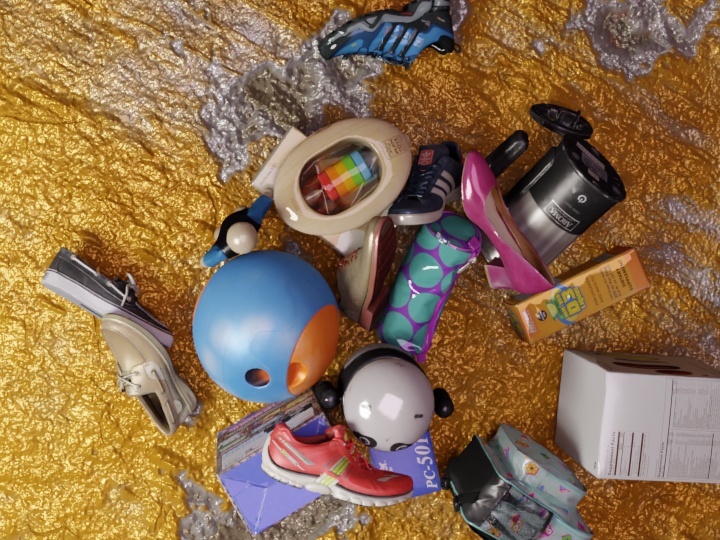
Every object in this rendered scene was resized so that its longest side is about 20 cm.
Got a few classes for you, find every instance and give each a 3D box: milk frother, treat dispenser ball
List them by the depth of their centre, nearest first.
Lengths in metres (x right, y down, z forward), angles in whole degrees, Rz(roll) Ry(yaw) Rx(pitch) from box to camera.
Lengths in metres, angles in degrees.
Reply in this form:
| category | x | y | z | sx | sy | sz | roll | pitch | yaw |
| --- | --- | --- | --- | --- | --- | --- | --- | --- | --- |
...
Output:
| category | x | y | z | sx | sy | sz | roll | pitch | yaw |
| --- | --- | --- | --- | --- | --- | --- | --- | --- | --- |
| treat dispenser ball | -0.126 | 0.074 | 1.415 | 0.197 | 0.201 | 0.204 | -1 | 96 | -7 |
| milk frother | 0.254 | -0.118 | 1.488 | 0.181 | 0.200 | 0.188 | 46 | 121 | 2 |

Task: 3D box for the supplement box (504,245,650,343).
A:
| category | x | y | z | sx | sy | sz | roll | pitch | yaw |
| --- | --- | --- | --- | --- | --- | --- | --- | --- | --- |
| supplement box | 0.313 | 0.035 | 1.536 | 0.198 | 0.069 | 0.067 | -26 | 96 | -2 |

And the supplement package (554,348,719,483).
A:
| category | x | y | z | sx | sy | sz | roll | pitch | yaw |
| --- | --- | --- | --- | --- | --- | --- | --- | --- | --- |
| supplement package | 0.403 | 0.202 | 1.501 | 0.197 | 0.191 | 0.150 | 4 | 95 | -8 |

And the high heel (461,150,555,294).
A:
| category | x | y | z | sx | sy | sz | roll | pitch | yaw |
| --- | --- | --- | --- | --- | --- | --- | --- | --- | --- |
| high heel | 0.193 | -0.062 | 1.377 | 0.067 | 0.095 | 0.203 | -31 | 114 | -46 |

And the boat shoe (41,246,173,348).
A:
| category | x | y | z | sx | sy | sz | roll | pitch | yaw |
| --- | --- | --- | --- | --- | --- | --- | --- | --- | --- |
| boat shoe | -0.335 | 0.037 | 1.452 | 0.198 | 0.073 | 0.069 | 31 | 72 | -15 |

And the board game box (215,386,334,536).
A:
| category | x | y | z | sx | sy | sz | roll | pitch | yaw |
| --- | --- | --- | --- | --- | --- | --- | --- | --- | --- |
| board game box | -0.105 | 0.248 | 1.435 | 0.158 | 0.200 | 0.098 | -30 | 99 | -3 |

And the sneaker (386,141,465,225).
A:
| category | x | y | z | sx | sy | sz | roll | pitch | yaw |
| --- | --- | --- | --- | --- | --- | --- | --- | --- | --- |
| sneaker | 0.088 | -0.123 | 1.433 | 0.074 | 0.200 | 0.086 | 3 | 112 | 25 |

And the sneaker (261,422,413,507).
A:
| category | x | y | z | sx | sy | sz | roll | pitch | yaw |
| --- | --- | --- | --- | --- | --- | --- | --- | --- | --- |
| sneaker | -0.022 | 0.236 | 1.308 | 0.197 | 0.077 | 0.086 | 15 | 89 | -10 |

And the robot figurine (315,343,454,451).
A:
| category | x | y | z | sx | sy | sz | roll | pitch | yaw |
| --- | --- | --- | --- | --- | --- | --- | --- | --- | --- |
| robot figurine | 0.031 | 0.168 | 1.401 | 0.149 | 0.200 | 0.126 | -34 | 98 | -1 |

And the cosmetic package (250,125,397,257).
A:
| category | x | y | z | sx | sy | sz | roll | pitch | yaw |
| --- | --- | --- | --- | --- | --- | --- | --- | --- | --- |
| cosmetic package | -0.046 | -0.101 | 1.473 | 0.199 | 0.071 | 0.106 | 36 | 91 | -9 |

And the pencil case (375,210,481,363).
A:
| category | x | y | z | sx | sy | sz | roll | pitch | yaw |
| --- | --- | --- | --- | --- | --- | --- | --- | --- | --- |
| pencil case | 0.094 | 0.022 | 1.462 | 0.092 | 0.085 | 0.202 | 40 | 123 | 27 |

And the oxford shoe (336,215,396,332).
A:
| category | x | y | z | sx | sy | sz | roll | pitch | yaw |
| --- | --- | --- | --- | --- | --- | --- | --- | --- | --- |
| oxford shoe | 0.000 | 0.000 | 1.408 | 0.074 | 0.071 | 0.202 | 25 | 136 | 15 |

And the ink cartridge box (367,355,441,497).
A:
| category | x | y | z | sx | sy | sz | roll | pitch | yaw |
| --- | --- | --- | --- | --- | --- | --- | --- | --- | --- |
| ink cartridge box | 0.051 | 0.228 | 1.532 | 0.093 | 0.044 | 0.203 | -13 | 97 | -4 |

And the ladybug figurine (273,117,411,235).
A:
| category | x | y | z | sx | sy | sz | roll | pitch | yaw |
| --- | --- | --- | --- | --- | --- | --- | --- | --- | --- |
| ladybug figurine | -0.021 | -0.123 | 1.396 | 0.198 | 0.072 | 0.137 | -27 | 88 | -2 |

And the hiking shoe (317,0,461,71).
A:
| category | x | y | z | sx | sy | sz | roll | pitch | yaw |
| --- | --- | --- | --- | --- | --- | --- | --- | --- | --- |
| hiking shoe | 0.040 | -0.315 | 1.460 | 0.197 | 0.074 | 0.088 | -18 | 97 | -5 |

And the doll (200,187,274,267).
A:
| category | x | y | z | sx | sy | sz | roll | pitch | yaw |
| --- | --- | --- | --- | --- | --- | --- | --- | --- | --- |
| doll | -0.159 | -0.054 | 1.398 | 0.048 | 0.200 | 0.137 | 43 | 90 | -9 |

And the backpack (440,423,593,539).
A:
| category | x | y | z | sx | sy | sz | roll | pitch | yaw |
| --- | --- | --- | --- | --- | --- | --- | --- | --- | --- |
| backpack | 0.235 | 0.328 | 1.501 | 0.200 | 0.176 | 0.153 | 43 | 92 | -16 |

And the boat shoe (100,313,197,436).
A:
| category | x | y | z | sx | sy | sz | roll | pitch | yaw |
| --- | --- | --- | --- | --- | --- | --- | --- | --- | --- |
| boat shoe | -0.293 | 0.142 | 1.430 | 0.065 | 0.071 | 0.201 | -57 | 134 | -35 |
